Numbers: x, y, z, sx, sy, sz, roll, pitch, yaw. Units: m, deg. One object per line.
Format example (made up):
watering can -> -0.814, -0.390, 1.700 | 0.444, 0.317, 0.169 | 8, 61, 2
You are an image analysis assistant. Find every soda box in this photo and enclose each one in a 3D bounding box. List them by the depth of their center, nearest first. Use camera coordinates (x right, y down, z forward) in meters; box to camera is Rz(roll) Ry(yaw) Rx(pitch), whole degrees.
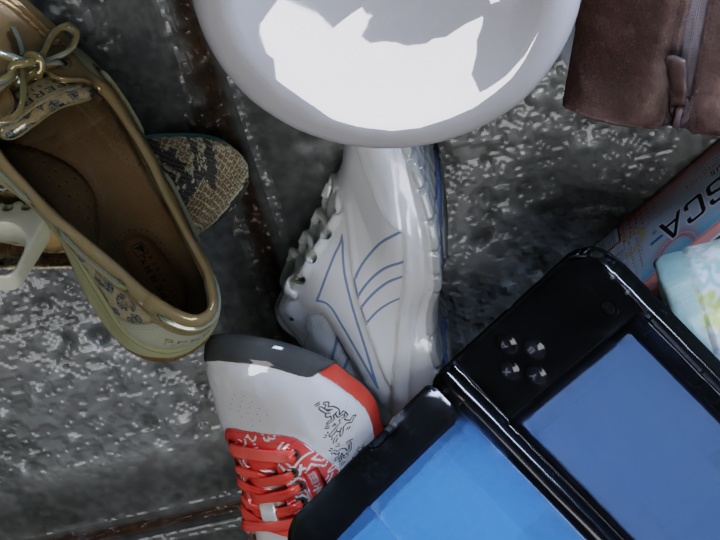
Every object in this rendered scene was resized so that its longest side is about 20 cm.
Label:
soda box -> 0.194, -0.026, 0.987 | 0.068, 0.064, 0.200 | 38, 115, -23

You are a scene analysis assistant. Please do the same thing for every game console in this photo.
game console -> 0.101, 0.123, 0.934 | 0.200, 0.116, 0.176 | 46, 133, 1

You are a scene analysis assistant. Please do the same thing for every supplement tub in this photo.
supplement tub -> 0.008, -0.154, 0.817 | 0.145, 0.200, 0.146 | 0, 123, -1

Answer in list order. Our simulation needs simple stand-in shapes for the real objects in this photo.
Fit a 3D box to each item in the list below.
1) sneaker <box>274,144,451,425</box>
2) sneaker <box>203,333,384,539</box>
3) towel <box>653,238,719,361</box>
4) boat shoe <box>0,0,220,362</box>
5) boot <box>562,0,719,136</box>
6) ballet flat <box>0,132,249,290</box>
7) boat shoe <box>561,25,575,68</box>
sneaker -> 0.000, 0.000, 0.997 | 0.087, 0.075, 0.200 | 1, 123, 4
sneaker -> -0.031, 0.112, 0.999 | 0.067, 0.108, 0.201 | 9, 158, 22
towel -> 0.239, 0.062, 0.967 | 0.171, 0.048, 0.200 | -16, 111, 4
boat shoe -> -0.124, -0.053, 0.918 | 0.073, 0.063, 0.200 | -38, 88, -19
boot -> 0.179, -0.136, 0.841 | 0.200, 0.072, 0.167 | 5, 110, 14
ballet flat -> -0.151, -0.019, 0.976 | 0.200, 0.075, 0.068 | -4, 128, 1
boat shoe -> 0.187, -0.114, 0.923 | 0.199, 0.068, 0.074 | -4, 123, 31
